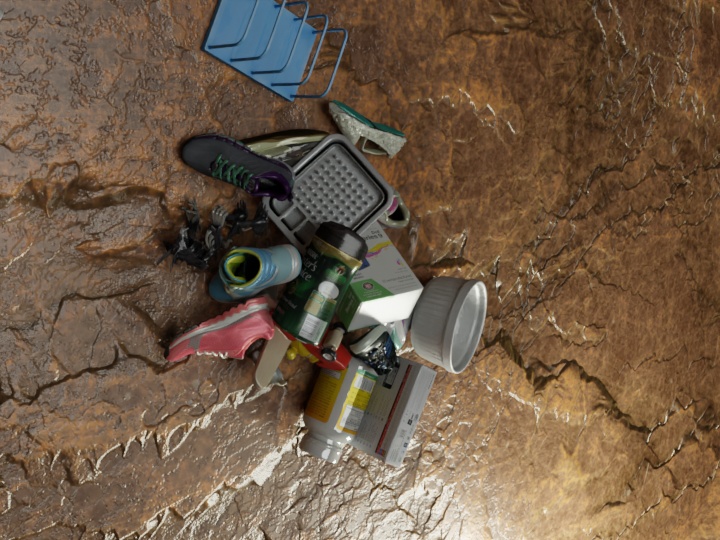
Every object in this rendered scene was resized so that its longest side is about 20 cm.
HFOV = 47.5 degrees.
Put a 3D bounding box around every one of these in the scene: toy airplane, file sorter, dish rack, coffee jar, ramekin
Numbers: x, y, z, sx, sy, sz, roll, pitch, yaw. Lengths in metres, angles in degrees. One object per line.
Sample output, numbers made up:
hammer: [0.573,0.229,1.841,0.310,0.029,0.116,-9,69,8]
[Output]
toy airplane: [-0.132,0.111,1.501,0.198,0.141,0.201,-10,68,-30]
file sorter: [-0.139,-0.395,1.386,0.199,0.122,0.141,23,83,-40]
dish rack: [-0.058,-0.124,1.462,0.200,0.044,0.172,-42,87,-7]
coffee jar: [-0.067,0.017,1.377,0.085,0.104,0.202,28,91,-24]
ramekin: [0.186,0.107,1.741,0.200,0.104,0.203,-42,140,-49]

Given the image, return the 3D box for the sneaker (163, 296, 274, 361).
sneaker: [-0.236,0.119,1.384,0.198,0.074,0.088,-26,88,-2]

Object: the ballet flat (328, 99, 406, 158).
ballet flat: [0.009,-0.263,1.579,0.198,0.071,0.073,17,88,-41]

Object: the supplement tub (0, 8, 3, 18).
supplement tub: [-0.564,-0.363,1.014,0.141,0.139,0.201,-52,126,-20]

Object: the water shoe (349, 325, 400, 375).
water shoe: [0.039,0.153,1.528,0.071,0.079,0.200,-34,169,8]

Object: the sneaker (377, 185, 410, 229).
sneaker: [0.030,-0.144,1.602,0.199,0.088,0.082,30,79,-40]

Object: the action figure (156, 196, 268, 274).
action figure: [-0.254,-0.069,1.362,0.199,0.118,0.103,-30,128,-43]

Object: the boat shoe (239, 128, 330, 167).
boat shoe: [-0.142,-0.211,1.459,0.198,0.073,0.066,-14,113,-28]

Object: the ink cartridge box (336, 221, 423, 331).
ink cartridge box: [0.000,0.000,1.521,0.144,0.201,0.088,-10,141,-33]

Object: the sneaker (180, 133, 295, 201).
sneaker: [-0.200,-0.168,1.355,0.197,0.088,0.075,14,115,-14]

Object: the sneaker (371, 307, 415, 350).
sneaker: [0.057,0.054,1.681,0.141,0.077,0.201,-55,137,-20]

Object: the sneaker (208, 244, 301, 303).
sneaker: [-0.208,0.005,1.353,0.130,0.198,0.081,-4,74,-56]

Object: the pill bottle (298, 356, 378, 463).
pill bottle: [-0.047,0.267,1.602,0.112,0.112,0.203,27,80,-40]

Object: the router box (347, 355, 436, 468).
router box: [0.042,0.265,1.635,0.049,0.178,0.202,29,81,-40]
